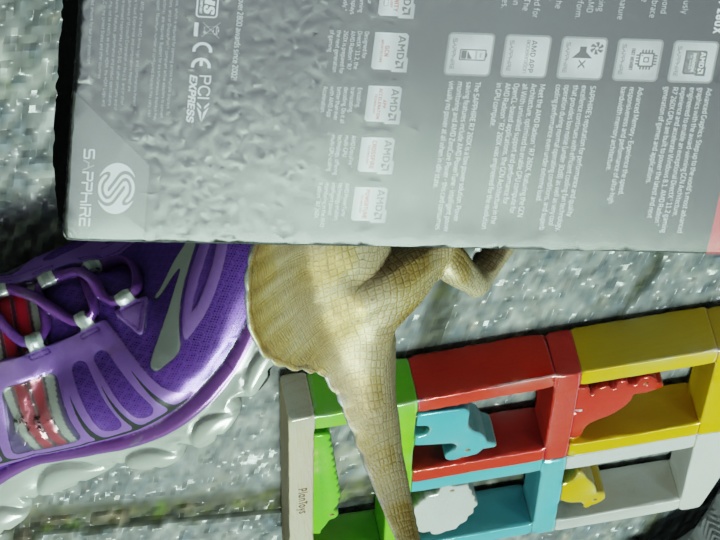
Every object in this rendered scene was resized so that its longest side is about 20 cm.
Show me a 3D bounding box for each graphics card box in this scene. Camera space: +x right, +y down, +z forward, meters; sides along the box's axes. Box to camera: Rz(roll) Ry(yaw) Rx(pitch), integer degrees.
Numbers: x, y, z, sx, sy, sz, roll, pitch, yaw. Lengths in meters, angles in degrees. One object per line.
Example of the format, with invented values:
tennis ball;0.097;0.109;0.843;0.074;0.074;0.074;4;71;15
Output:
graphics card box;0.022;-0.069;0.740;0.199;0.051;0.126;0;122;-11

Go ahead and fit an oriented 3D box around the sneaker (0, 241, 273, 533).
sneaker;-0.102;0.025;0.893;0.200;0.081;0.083;-31;136;27

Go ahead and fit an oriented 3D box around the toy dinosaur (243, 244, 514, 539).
toy dinosaur;0.000;0.000;0.850;0.058;0.101;0.201;10;128;36

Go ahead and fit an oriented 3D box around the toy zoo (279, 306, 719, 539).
toy zoo;0.069;0.064;1.072;0.199;0.021;0.131;-9;149;-6

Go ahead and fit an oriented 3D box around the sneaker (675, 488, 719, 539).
sneaker;0.191;0.123;1.179;0.112;0.078;0.200;6;152;-40
